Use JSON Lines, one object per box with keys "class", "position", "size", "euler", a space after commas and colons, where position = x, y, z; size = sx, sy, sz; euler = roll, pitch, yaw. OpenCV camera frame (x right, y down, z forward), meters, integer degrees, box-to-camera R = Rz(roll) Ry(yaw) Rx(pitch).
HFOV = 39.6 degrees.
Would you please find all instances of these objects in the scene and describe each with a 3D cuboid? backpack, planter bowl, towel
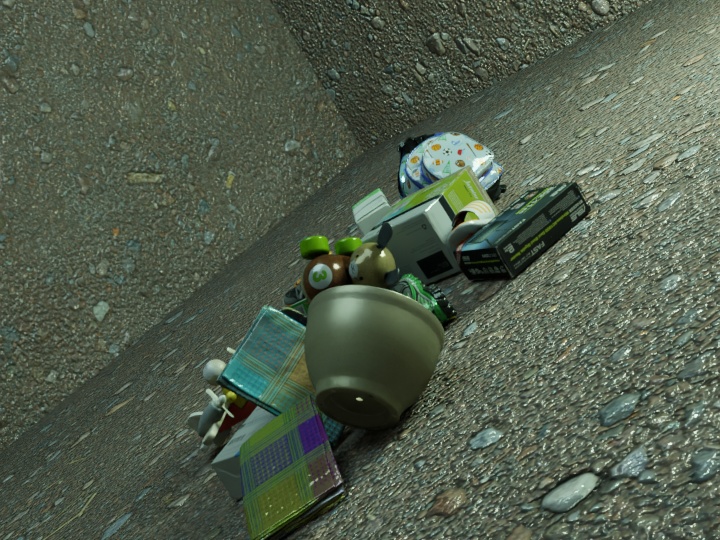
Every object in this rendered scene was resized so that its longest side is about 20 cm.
{"class": "backpack", "position": [0.157, -0.193, 2.271], "size": [0.132, 0.185, 0.201], "euler": [-12, 33, 18]}
{"class": "planter bowl", "position": [0.007, 0.132, 1.371], "size": [0.199, 0.199, 0.137], "euler": [-23, 41, 44]}
{"class": "towel", "position": [-0.097, 0.265, 1.325], "size": [0.143, 0.023, 0.201], "euler": [-35, 32, 6]}
{"class": "backpack", "position": [0.184, -0.194, 2.099], "size": [0.189, 0.156, 0.200], "euler": [28, 52, 28]}
{"class": "towel", "position": [-0.092, 0.152, 1.465], "size": [0.148, 0.198, 0.022], "euler": [-58, -6, -30]}

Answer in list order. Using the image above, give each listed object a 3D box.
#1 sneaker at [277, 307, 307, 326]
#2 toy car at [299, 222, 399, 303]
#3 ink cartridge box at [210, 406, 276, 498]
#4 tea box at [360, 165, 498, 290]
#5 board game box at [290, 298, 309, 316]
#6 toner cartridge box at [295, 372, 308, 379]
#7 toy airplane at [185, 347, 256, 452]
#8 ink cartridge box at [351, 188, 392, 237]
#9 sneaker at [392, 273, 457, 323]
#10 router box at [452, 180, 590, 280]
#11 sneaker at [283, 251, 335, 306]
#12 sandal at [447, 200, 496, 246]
{"class": "sneaker", "position": [-0.101, 0.120, 1.628], "size": [0.077, 0.201, 0.088], "euler": [-41, 45, -9]}
{"class": "toy car", "position": [0.000, 0.000, 1.796], "size": [0.156, 0.167, 0.199], "euler": [1, -19, -37]}
{"class": "ink cartridge box", "position": [-0.126, 0.247, 1.523], "size": [0.115, 0.068, 0.200], "euler": [-23, 16, 33]}
{"class": "tea box", "position": [0.133, -0.073, 1.931], "size": [0.198, 0.135, 0.197], "euler": [-24, 14, 43]}
{"class": "board game box", "position": [-0.024, 0.041, 2.016], "size": [0.152, 0.041, 0.199], "euler": [-25, -1, 41]}
{"class": "toner cartridge box", "position": [-0.025, 0.131, 1.555], "size": [0.197, 0.044, 0.095], "euler": [-18, 29, -20]}
{"class": "toy airplane", "position": [-0.233, 0.220, 1.751], "size": [0.199, 0.142, 0.199], "euler": [-44, 17, -23]}
{"class": "ink cartridge box", "position": [0.052, -0.085, 2.179], "size": [0.083, 0.147, 0.200], "euler": [-32, 11, 4]}
{"class": "sneaker", "position": [0.084, 0.061, 1.666], "size": [0.085, 0.079, 0.200], "euler": [-36, 12, -9]}
{"class": "router box", "position": [0.270, -0.066, 1.692], "size": [0.199, 0.063, 0.149], "euler": [-39, 13, -20]}
{"class": "sneaker", "position": [-0.112, 0.021, 2.396], "size": [0.198, 0.078, 0.078], "euler": [-31, 13, 25]}
{"class": "sandal", "position": [0.212, -0.093, 1.822], "size": [0.079, 0.060, 0.205], "euler": [-35, -13, 34]}
